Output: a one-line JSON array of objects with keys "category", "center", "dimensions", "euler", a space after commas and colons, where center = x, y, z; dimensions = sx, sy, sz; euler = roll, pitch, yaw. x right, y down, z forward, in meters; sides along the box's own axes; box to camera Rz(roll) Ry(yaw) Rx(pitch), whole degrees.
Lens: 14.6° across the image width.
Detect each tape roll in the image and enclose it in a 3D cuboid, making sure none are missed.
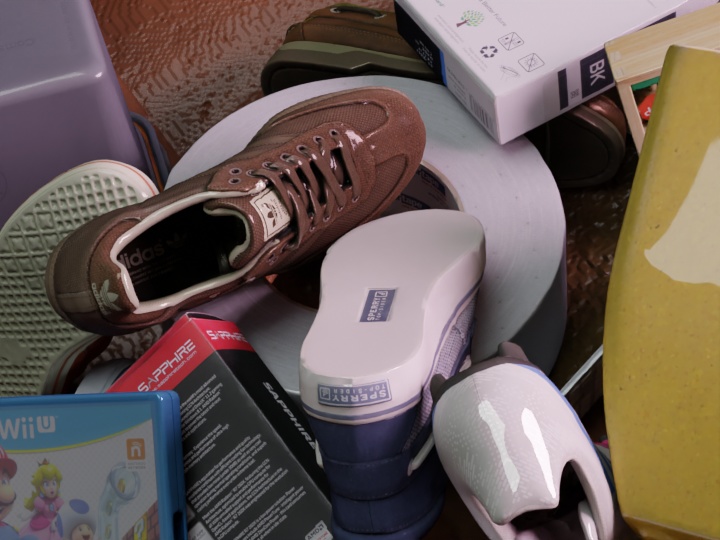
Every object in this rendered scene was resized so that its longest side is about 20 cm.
[{"category": "tape roll", "center": [0.000, 0.000, 1.358], "dimensions": [0.200, 0.066, 0.201], "euler": [-2, 51, 3]}]

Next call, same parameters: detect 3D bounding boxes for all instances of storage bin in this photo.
[{"category": "storage bin", "center": [-0.201, -0.067, 1.439], "dimensions": [0.200, 0.135, 0.146], "euler": [-14, 46, -5]}]

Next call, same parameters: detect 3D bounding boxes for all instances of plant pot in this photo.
[{"category": "plant pot", "center": [0.209, 0.049, 1.198], "dimensions": [0.194, 0.196, 0.200], "euler": [14, 72, 28]}]

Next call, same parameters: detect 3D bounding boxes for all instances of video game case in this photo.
[{"category": "video game case", "center": [-0.138, 0.156, 1.252], "dimensions": [0.143, 0.018, 0.201], "euler": [-4, 89, 29]}]

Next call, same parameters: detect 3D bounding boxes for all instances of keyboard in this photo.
[{"category": "keyboard", "center": [0.130, 0.029, 1.322], "dimensions": [0.011, 0.056, 0.200], "euler": [40, 74, 12]}]

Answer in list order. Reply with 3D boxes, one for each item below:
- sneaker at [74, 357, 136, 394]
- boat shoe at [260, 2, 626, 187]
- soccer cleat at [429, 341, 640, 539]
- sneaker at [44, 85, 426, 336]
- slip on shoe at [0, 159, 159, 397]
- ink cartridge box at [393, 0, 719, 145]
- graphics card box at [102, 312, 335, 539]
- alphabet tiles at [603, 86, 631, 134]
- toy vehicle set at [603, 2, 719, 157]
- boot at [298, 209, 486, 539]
[{"category": "sneaker", "center": [-0.125, 0.126, 1.334], "dimensions": [0.071, 0.073, 0.200], "euler": [4, 57, 27]}, {"category": "boat shoe", "center": [0.049, -0.100, 1.435], "dimensions": [0.200, 0.072, 0.068], "euler": [16, 50, 21]}, {"category": "soccer cleat", "center": [0.082, 0.104, 1.199], "dimensions": [0.070, 0.200, 0.086], "euler": [-27, 60, 11]}, {"category": "sneaker", "center": [-0.043, -0.022, 1.272], "dimensions": [0.200, 0.071, 0.076], "euler": [-30, 15, -20]}, {"category": "slip on shoe", "center": [-0.143, 0.009, 1.367], "dimensions": [0.074, 0.200, 0.061], "euler": [38, 47, 5]}, {"category": "ink cartridge box", "center": [0.125, -0.144, 1.386], "dimensions": [0.200, 0.039, 0.099], "euler": [-28, 51, -14]}, {"category": "graphics card box", "center": [-0.052, 0.134, 1.250], "dimensions": [0.125, 0.051, 0.200], "euler": [-44, 71, 14]}, {"category": "alphabet tiles", "center": [0.192, -0.144, 1.452], "dimensions": [0.200, 0.015, 0.196], "euler": [32, 71, 36]}, {"category": "toy vehicle set", "center": [0.224, -0.092, 1.330], "dimensions": [0.200, 0.124, 0.027], "euler": [-19, 51, 7]}, {"category": "boot", "center": [0.015, 0.046, 1.240], "dimensions": [0.073, 0.091, 0.200], "euler": [0, 23, 15]}]
